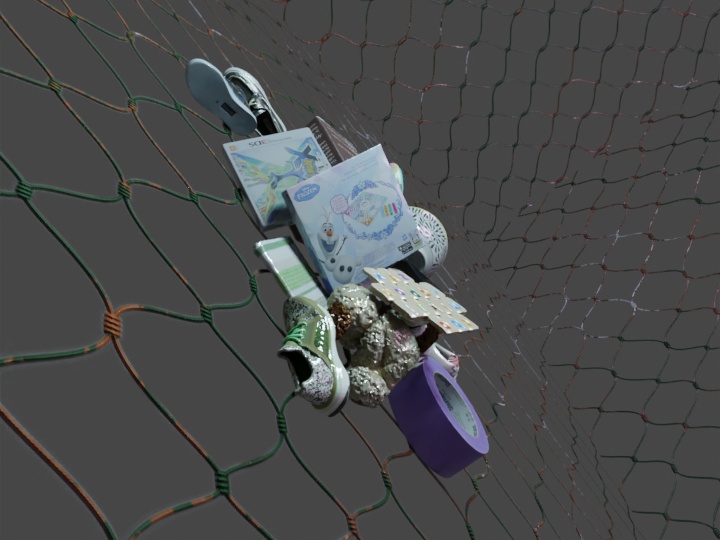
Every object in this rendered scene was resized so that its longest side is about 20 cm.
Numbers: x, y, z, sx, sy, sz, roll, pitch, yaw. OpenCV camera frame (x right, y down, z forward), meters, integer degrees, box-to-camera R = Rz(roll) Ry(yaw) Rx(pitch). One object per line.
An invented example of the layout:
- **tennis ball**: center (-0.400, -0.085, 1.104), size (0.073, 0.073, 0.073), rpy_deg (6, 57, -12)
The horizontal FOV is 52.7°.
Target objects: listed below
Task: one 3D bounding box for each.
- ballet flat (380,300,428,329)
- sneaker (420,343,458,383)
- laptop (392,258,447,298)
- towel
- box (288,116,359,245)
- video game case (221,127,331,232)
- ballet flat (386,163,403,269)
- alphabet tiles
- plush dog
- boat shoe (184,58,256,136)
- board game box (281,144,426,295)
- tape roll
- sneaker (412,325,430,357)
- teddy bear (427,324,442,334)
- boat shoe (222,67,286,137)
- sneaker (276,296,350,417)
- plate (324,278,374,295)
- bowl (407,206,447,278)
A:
- **ballet flat**: center (0.067, 0.085, 1.295), size (0.073, 0.197, 0.074), rpy_deg (166, -90, -70)
- **sneaker**: center (0.172, 0.233, 1.443), size (0.201, 0.104, 0.075), rpy_deg (53, 12, -4)
- **laptop**: center (0.112, 0.057, 1.597), size (0.177, 0.198, 0.105), rpy_deg (38, 49, -45)
- **towel**: center (-0.098, 0.036, 1.210), size (0.201, 0.031, 0.149), rpy_deg (57, 16, 3)
- **box**: center (-0.068, -0.162, 1.467), size (0.164, 0.165, 0.202), rpy_deg (28, 30, -59)
- **video game case**: center (-0.135, -0.172, 1.329), size (0.201, 0.180, 0.022), rpy_deg (61, -28, 25)
- **ballet flat**: center (0.037, -0.104, 1.358), size (0.070, 0.203, 0.069), rpy_deg (5, -1, -35)
- **alphabet tiles**: center (0.098, 0.051, 1.214), size (0.195, 0.015, 0.199), rpy_deg (36, 18, 29)
- **plush dog**: center (0.014, 0.096, 1.166), size (0.172, 0.160, 0.200), rpy_deg (46, 16, -3)
- **boat shoe**: center (-0.285, -0.356, 1.445), size (0.200, 0.070, 0.091), rpy_deg (48, 12, -48)
- **board game box**: center (-0.010, -0.090, 1.284), size (0.201, 0.198, 0.043), rpy_deg (65, -20, -7)
- **tape roll**: center (0.140, 0.263, 1.313), size (0.200, 0.085, 0.201), rpy_deg (49, 15, -19)
- **sneaker**: center (0.093, 0.104, 1.382), size (0.201, 0.069, 0.082), rpy_deg (-101, -166, -72)
- **teddy bear**: center (0.119, 0.091, 1.581), size (0.200, 0.144, 0.067), rpy_deg (43, 62, -37)
- **boat shoe**: center (-0.231, -0.357, 1.599), size (0.201, 0.070, 0.064), rpy_deg (50, 13, -19)
- **sneaker**: center (-0.080, 0.106, 1.018), size (0.088, 0.077, 0.201), rpy_deg (26, 28, -44)
- **plate**: center (0.000, 0.000, 1.371), size (0.198, 0.032, 0.203), rpy_deg (10, 66, -52)
- **bowl**: center (0.107, -0.036, 1.671), size (0.201, 0.200, 0.095), rpy_deg (47, 19, -21)
